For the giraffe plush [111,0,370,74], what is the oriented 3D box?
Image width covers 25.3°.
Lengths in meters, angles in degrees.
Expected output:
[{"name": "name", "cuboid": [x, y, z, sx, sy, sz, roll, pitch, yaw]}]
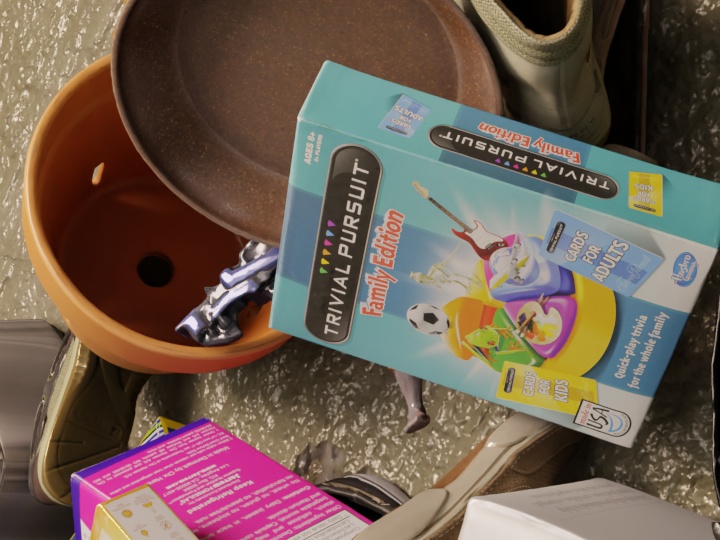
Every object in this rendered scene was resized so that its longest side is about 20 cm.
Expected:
[{"name": "giraffe plush", "cuboid": [-0.068, -0.163, 0.907, 0.200, 0.173, 0.162, 48, 134, -8]}]

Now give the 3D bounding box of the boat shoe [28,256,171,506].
[{"name": "boat shoe", "cuboid": [-0.177, 0.065, 1.081, 0.066, 0.072, 0.202, -15, 49, 47]}]

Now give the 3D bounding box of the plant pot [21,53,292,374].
[{"name": "plant pot", "cuboid": [-0.115, -0.022, 0.995, 0.140, 0.199, 0.201, 132, 130, -63]}]

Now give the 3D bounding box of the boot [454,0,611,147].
[{"name": "boot", "cuboid": [0.070, -0.167, 0.802, 0.072, 0.155, 0.201, -20, 70, 5]}]

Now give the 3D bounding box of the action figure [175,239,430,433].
[{"name": "action figure", "cuboid": [0.000, 0.000, 0.912, 0.200, 0.105, 0.194, -38, 73, 4]}]

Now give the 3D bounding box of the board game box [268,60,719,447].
[{"name": "board game box", "cuboid": [0.061, -0.003, 0.786, 0.199, 0.047, 0.151, 18, 137, 6]}]

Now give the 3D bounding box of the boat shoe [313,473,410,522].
[{"name": "boat shoe", "cuboid": [0.037, 0.176, 0.913, 0.200, 0.066, 0.070, 37, 108, 38]}]

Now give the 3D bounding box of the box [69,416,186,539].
[{"name": "box", "cuboid": [-0.151, 0.195, 1.063, 0.200, 0.070, 0.064, -53, 35, 22]}]

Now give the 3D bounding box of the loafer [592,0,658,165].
[{"name": "loafer", "cuboid": [0.131, -0.070, 0.867, 0.063, 0.072, 0.201, -12, 73, 32]}]

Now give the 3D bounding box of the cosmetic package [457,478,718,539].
[{"name": "cosmetic package", "cuboid": [0.127, 0.220, 0.747, 0.164, 0.165, 0.201, 18, 95, 29]}]

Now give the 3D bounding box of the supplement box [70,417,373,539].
[{"name": "supplement box", "cuboid": [-0.064, 0.178, 0.901, 0.199, 0.103, 0.102, 27, 126, 42]}]

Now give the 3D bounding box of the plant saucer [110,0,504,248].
[{"name": "plant saucer", "cuboid": [-0.025, -0.093, 0.807, 0.200, 0.200, 0.037, -29, 31, 34]}]

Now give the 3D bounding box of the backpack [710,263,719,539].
[{"name": "backpack", "cuboid": [0.230, 0.021, 0.699, 0.152, 0.176, 0.202, -5, 79, 23]}]

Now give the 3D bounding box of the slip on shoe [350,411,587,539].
[{"name": "slip on shoe", "cuboid": [0.064, 0.130, 0.824, 0.061, 0.200, 0.076, 43, 132, 19]}]

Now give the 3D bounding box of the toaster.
[{"name": "toaster", "cuboid": [-0.257, 0.121, 1.135, 0.114, 0.129, 0.200, -50, 56, 25]}]

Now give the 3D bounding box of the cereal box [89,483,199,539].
[{"name": "cereal box", "cuboid": [-0.076, 0.227, 0.823, 0.200, 0.039, 0.145, 42, 131, 30]}]
